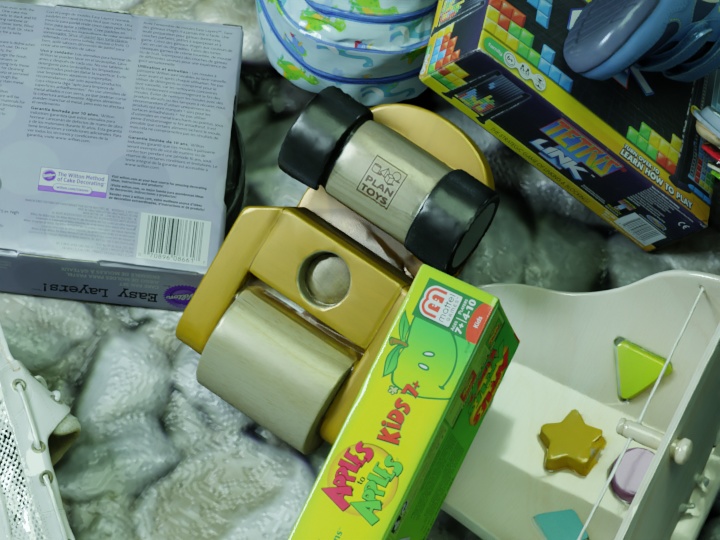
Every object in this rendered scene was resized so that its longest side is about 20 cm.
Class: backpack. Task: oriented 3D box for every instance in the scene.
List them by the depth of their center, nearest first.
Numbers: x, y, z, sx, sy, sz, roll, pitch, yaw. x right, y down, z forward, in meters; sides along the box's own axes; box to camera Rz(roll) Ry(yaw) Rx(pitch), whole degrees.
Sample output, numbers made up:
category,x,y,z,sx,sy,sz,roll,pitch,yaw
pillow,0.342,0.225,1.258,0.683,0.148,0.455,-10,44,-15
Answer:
category,x,y,z,sx,sy,sz,roll,pitch,yaw
backpack,0.002,-0.201,1.553,0.162,0.154,0.202,12,71,-7

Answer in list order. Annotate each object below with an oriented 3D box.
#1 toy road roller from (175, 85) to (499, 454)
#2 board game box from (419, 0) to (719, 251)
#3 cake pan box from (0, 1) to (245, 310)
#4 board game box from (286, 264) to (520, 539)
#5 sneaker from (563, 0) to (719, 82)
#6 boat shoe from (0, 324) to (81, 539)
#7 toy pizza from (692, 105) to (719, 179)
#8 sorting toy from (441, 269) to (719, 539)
category,x,y,z,sx,sy,sz,roll,pitch,yaw
toy road roller,0.000,0.000,1.444,0.122,0.146,0.201,33,97,13
board game box,0.137,-0.134,1.506,0.199,0.057,0.166,34,53,-29
cake pan box,-0.166,-0.072,1.489,0.198,0.052,0.185,5,59,-4
board game box,0.017,0.106,1.326,0.047,0.102,0.201,24,81,15
sneaker,0.192,-0.149,1.474,0.200,0.074,0.083,-37,101,-45
boat shoe,-0.189,0.092,1.374,0.069,0.071,0.201,-8,68,-14
toy pizza,0.271,-0.028,1.464,0.200,0.200,0.032,39,100,16
sorting toy,0.112,0.088,1.404,0.179,0.107,0.201,21,68,21
